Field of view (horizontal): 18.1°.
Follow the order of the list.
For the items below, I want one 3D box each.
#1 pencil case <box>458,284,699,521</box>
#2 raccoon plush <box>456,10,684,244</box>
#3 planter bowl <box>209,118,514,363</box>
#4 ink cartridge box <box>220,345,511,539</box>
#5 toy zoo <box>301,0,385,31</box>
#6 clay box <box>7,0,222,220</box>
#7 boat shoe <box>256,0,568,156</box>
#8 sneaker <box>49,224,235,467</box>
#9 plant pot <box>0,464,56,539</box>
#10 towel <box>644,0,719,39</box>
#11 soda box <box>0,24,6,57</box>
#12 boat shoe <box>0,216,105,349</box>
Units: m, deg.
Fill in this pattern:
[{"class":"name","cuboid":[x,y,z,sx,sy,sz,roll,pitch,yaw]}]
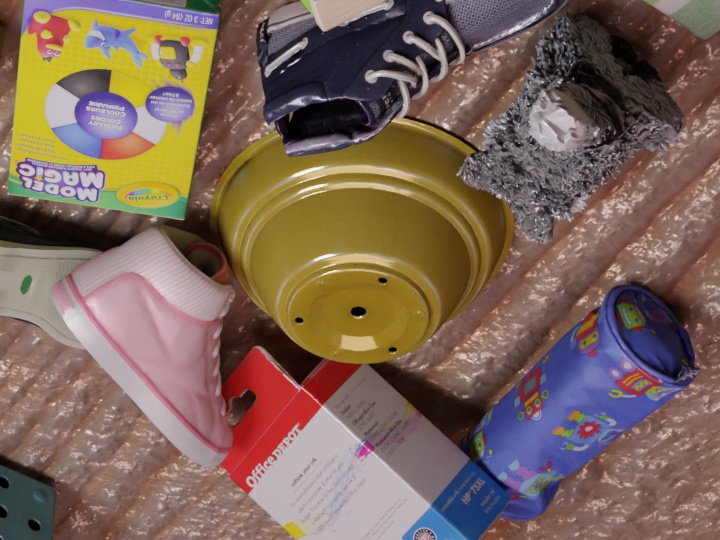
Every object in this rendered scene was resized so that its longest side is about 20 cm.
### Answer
[{"class":"pencil case","cuboid":[0.149,0.092,1.545,0.086,0.078,0.200,17,135,-27]},{"class":"raccoon plush","cuboid":[0.096,-0.073,1.313,0.134,0.097,0.200,-46,162,25]},{"class":"planter bowl","cuboid":[0.000,0.000,1.448,0.199,0.084,0.201,1,137,1]},{"class":"ink cartridge box","cuboid":[-0.010,0.135,1.569,0.200,0.067,0.116,43,130,4]},{"class":"toy zoo","cuboid":[-0.005,-0.208,1.154,0.131,0.200,0.021,-28,135,-8]},{"class":"clay box","cuboid":[-0.151,-0.102,1.370,0.114,0.048,0.201,8,136,-6]},{"class":"boat shoe","cuboid":[0.032,-0.124,1.306,0.199,0.093,0.075,-18,134,20]},{"class":"sneaker","cuboid":[-0.111,0.046,1.479,0.104,0.075,0.200,-38,135,-2]},{"class":"plant pot","cuboid":[-0.313,0.234,1.677,0.141,0.142,0.200,26,124,-24]},{"class":"towel","cuboid":[0.171,-0.222,1.251,0.199,0.023,0.152,28,131,-27]},{"class":"soda box","cuboid":[-0.311,-0.103,1.361,0.199,0.068,0.064,-24,132,25]},{"class":"boat shoe","cuboid":[-0.209,0.000,1.478,0.199,0.068,0.072,16,112,-33]}]
